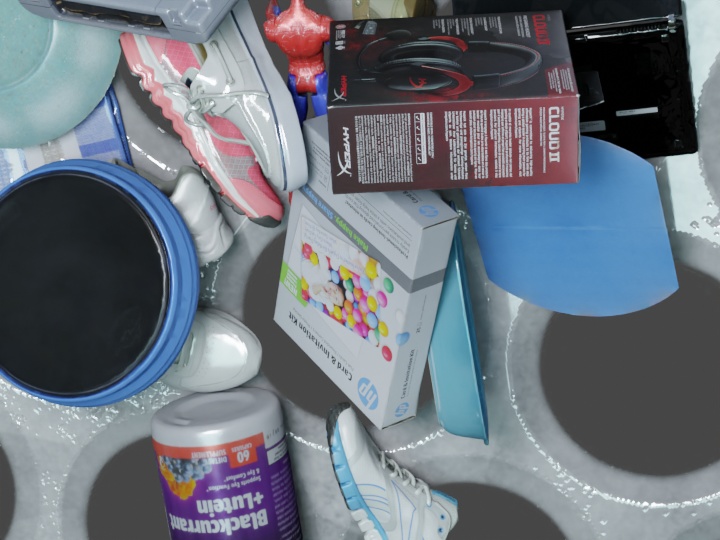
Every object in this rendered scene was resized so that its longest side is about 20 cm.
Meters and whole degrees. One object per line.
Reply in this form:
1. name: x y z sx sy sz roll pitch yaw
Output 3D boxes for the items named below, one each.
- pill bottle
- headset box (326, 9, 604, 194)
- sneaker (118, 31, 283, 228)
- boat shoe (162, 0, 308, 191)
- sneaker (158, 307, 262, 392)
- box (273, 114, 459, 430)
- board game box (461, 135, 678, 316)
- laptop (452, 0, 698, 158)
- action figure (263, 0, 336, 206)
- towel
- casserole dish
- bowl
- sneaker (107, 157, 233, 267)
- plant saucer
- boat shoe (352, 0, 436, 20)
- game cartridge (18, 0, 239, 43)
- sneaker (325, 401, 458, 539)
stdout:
1. pill bottle: -0.107 0.208 1.641 0.111 0.111 0.200 -6 104 12
2. headset box: 0.077 -0.126 1.428 0.199 0.149 0.075 -2 122 2
3. sneaker: -0.109 -0.126 1.571 0.087 0.074 0.200 -35 102 1
4. boat shoe: -0.111 -0.146 1.504 0.086 0.075 0.202 -20 82 -16
5. sneaker: -0.183 0.064 1.621 0.200 0.100 0.075 11 99 6
6. box: 0.000 0.000 1.526 0.156 0.041 0.200 44 139 36
7. board game box: 0.167 -0.046 1.539 0.158 0.039 0.200 1 135 22
8. laptop: 0.168 -0.190 1.534 0.177 0.103 0.200 -5 130 12
9. action figure: -0.039 -0.159 1.559 0.065 0.099 0.200 0 127 7
10. towel: -0.294 -0.108 1.635 0.200 0.024 0.147 -10 104 13
11. casserole dish: 0.072 0.045 1.556 0.039 0.121 0.200 -9 103 6
12. bowl: -0.228 0.011 1.554 0.200 0.039 0.201 0 91 17
13. sneaker: -0.210 -0.043 1.605 0.200 0.078 0.100 -13 113 4
14. plant saucer: -0.293 -0.199 1.582 0.200 0.039 0.202 1 94 12
15. boat shoe: 0.017 -0.124 1.551 0.063 0.073 0.201 10 107 22
16. game cartridge: -0.158 -0.240 1.496 0.200 0.133 0.042 15 145 37
17. sneaker: 0.034 0.192 1.640 0.086 0.075 0.200 -21 108 8
